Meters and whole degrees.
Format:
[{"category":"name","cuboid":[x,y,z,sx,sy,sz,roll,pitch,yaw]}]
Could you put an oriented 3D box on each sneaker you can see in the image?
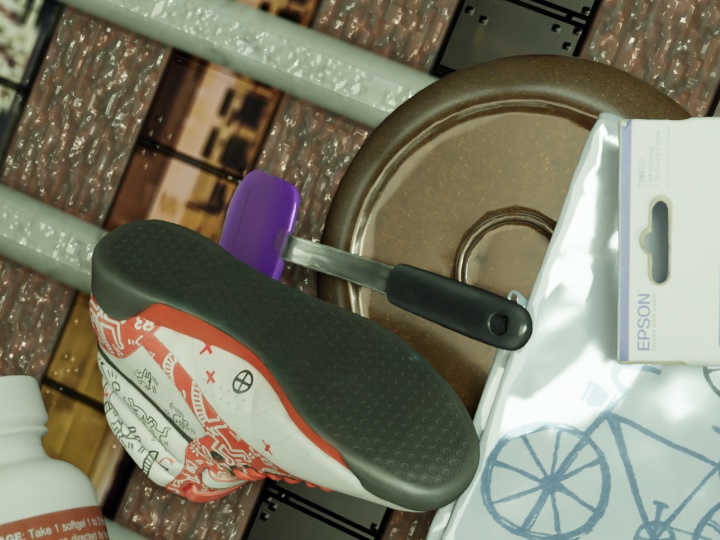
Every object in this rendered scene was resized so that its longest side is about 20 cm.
[{"category":"sneaker","cuboid":[-0.036,0.066,0.831,0.201,0.067,0.108,31,138,26]}]

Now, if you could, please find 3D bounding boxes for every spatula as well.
[{"category":"spatula","cuboid":[0.000,0.000,0.828,0.200,0.021,0.057,19,95,42]}]

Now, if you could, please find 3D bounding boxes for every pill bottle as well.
[{"category":"pill bottle","cuboid":[-0.161,0.154,0.865,0.112,0.112,0.200,-19,80,17]}]

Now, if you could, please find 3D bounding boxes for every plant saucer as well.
[{"category":"plant saucer","cuboid":[0.070,0.002,0.840,0.200,0.034,0.200,-1,86,19]}]

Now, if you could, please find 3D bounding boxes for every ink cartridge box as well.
[{"category":"ink cartridge box","cuboid":[0.198,-0.011,0.761,0.200,0.039,0.100,2,91,-1]}]

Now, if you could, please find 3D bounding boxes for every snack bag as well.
[{"category":"snack bag","cuboid":[0.145,0.051,0.790,0.188,0.021,0.200,19,90,0]}]
